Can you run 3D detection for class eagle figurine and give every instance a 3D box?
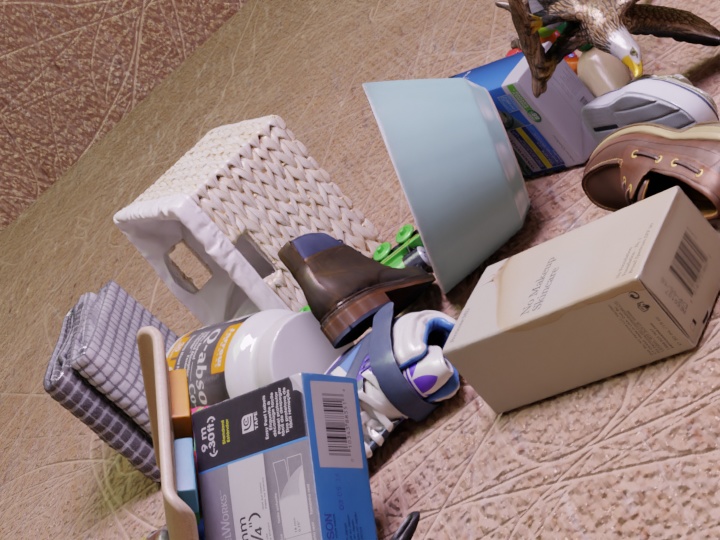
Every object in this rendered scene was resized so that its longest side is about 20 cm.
[{"bbox_3d":[0.225,-0.224,1.523,0.198,0.152,0.152,-24,-3,-1],"label":"eagle figurine"}]

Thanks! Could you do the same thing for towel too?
[{"bbox_3d":[-0.238,0.113,1.836,0.086,0.165,0.200,-44,17,14],"label":"towel"}]

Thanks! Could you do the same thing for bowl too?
[{"bbox_3d":[0.084,-0.091,1.600,0.104,0.202,0.201,-21,20,3],"label":"bowl"}]

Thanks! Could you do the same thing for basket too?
[{"bbox_3d":[-0.116,-0.039,1.861,0.161,0.199,0.200,-47,18,-19],"label":"basket"}]

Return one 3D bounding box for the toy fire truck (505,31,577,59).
[{"bbox_3d":[0.249,-0.278,1.846,0.200,0.049,0.141,-51,19,-20],"label":"toy fire truck"}]

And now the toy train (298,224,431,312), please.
[{"bbox_3d":[-0.006,0.030,1.727,0.199,0.042,0.057,-38,28,16],"label":"toy train"}]

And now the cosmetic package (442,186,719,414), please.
[{"bbox_3d":[0.164,0.025,1.314,0.199,0.073,0.104,-24,26,44],"label":"cosmetic package"}]

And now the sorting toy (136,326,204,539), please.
[{"bbox_3d":[-0.142,0.173,1.434,0.036,0.186,0.201,-9,44,-7],"label":"sorting toy"}]

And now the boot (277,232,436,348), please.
[{"bbox_3d":[0.000,0.000,1.591,0.075,0.097,0.200,-43,-8,21],"label":"boot"}]

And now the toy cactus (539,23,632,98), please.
[{"bbox_3d":[0.216,-0.218,1.667,0.101,0.200,0.166,-26,60,1],"label":"toy cactus"}]

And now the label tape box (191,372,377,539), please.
[{"bbox_3d":[-0.080,0.174,1.383,0.199,0.063,0.146,-23,69,43],"label":"label tape box"}]

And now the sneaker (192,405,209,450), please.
[{"bbox_3d":[-0.100,0.180,1.547,0.076,0.084,0.199,-31,30,-21],"label":"sneaker"}]

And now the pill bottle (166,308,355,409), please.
[{"bbox_3d":[-0.093,0.097,1.635,0.199,0.116,0.117,-17,31,55],"label":"pill bottle"}]

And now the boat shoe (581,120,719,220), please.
[{"bbox_3d":[0.230,-0.068,1.380,0.068,0.072,0.199,-48,21,-21],"label":"boat shoe"}]

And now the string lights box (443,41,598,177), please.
[{"bbox_3d":[0.136,-0.141,1.694,0.059,0.103,0.199,-50,18,-25],"label":"string lights box"}]

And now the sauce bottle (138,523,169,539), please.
[{"bbox_3d":[-0.219,0.290,1.562,0.199,0.065,0.065,-36,19,26],"label":"sauce bottle"}]

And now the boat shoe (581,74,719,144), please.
[{"bbox_3d":[0.249,-0.140,1.505,0.062,0.072,0.200,-41,16,-11],"label":"boat shoe"}]

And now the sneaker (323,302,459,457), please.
[{"bbox_3d":[0.009,0.108,1.446,0.146,0.081,0.200,-29,17,49],"label":"sneaker"}]

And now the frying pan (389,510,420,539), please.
[{"bbox_3d":[-0.015,0.257,1.246,0.114,0.031,0.191,-32,18,32],"label":"frying pan"}]
